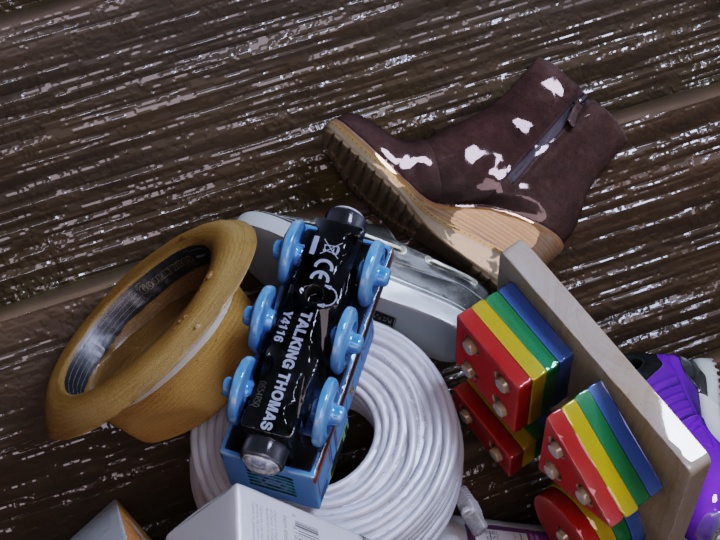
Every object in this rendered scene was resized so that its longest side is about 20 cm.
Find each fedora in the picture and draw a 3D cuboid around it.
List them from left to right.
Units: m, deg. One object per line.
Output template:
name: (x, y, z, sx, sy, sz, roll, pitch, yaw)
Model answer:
fedora: (-0.131, 0.056, 1.274, 0.201, 0.200, 0.082, -46, 113, -6)

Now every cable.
cable: (-0.026, 0.128, 1.300, 0.198, 0.069, 0.202, -16, 61, -4)

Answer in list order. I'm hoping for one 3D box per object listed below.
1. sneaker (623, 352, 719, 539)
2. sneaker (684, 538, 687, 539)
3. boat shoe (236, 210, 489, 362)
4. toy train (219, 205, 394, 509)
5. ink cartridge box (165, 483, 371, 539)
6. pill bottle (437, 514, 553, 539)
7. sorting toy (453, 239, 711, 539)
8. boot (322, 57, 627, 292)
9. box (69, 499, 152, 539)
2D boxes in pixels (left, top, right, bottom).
sneaker: (0.216, 0.126, 1.335, 0.098, 0.201, 0.070, 15, 119, -7)
sneaker: (0.258, 0.264, 1.396, 0.129, 0.079, 0.202, -2, 113, -31)
boat shoe: (0.000, 0.000, 1.351, 0.198, 0.071, 0.064, 26, 55, -2)
toy train: (-0.036, 0.056, 1.237, 0.086, 0.115, 0.202, 14, 62, 9)
ink cartridge box: (-0.026, 0.244, 1.170, 0.199, 0.085, 0.147, 27, 43, -32)
pill bottle: (0.097, 0.240, 1.346, 0.198, 0.112, 0.114, 8, 90, -10)
sorting toy: (0.140, 0.114, 1.267, 0.069, 0.201, 0.199, -32, 65, -16)
boot: (0.086, -0.095, 1.370, 0.199, 0.072, 0.167, 38, 73, -8)
box: (-0.160, 0.247, 1.256, 0.097, 0.200, 0.125, -42, 98, -6)
